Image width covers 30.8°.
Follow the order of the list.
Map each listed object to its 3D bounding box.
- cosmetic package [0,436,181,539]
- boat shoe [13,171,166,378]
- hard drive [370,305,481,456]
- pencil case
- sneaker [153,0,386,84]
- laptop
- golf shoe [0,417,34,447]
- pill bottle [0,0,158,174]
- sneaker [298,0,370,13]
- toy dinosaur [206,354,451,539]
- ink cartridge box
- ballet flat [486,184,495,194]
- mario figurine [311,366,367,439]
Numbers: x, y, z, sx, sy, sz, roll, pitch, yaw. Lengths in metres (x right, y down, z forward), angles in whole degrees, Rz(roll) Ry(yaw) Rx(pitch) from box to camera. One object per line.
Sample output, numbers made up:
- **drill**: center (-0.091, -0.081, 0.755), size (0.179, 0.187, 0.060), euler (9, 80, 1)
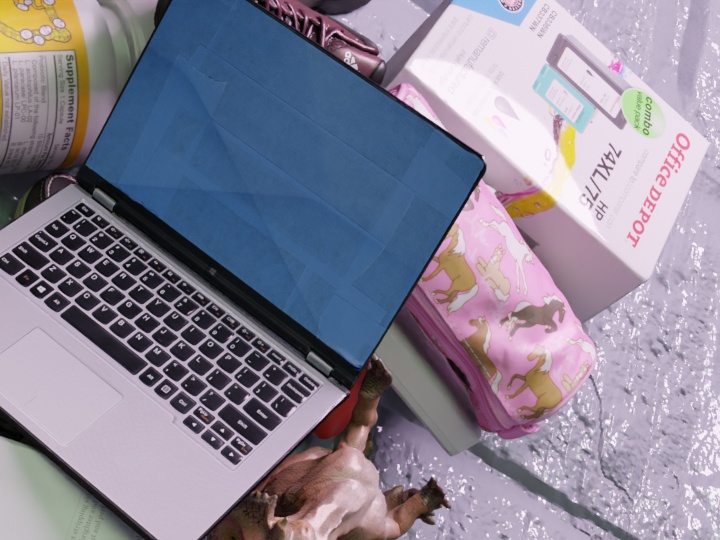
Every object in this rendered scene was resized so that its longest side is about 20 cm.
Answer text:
- **cosmetic package**: center (-0.191, 0.129, 0.595), size (0.199, 0.081, 0.114), euler (20, 70, -2)
- **boat shoe**: center (-0.135, 0.009, 0.702), size (0.071, 0.066, 0.201), euler (23, 29, -38)
- **hard drive**: center (0.000, 0.000, 0.761), size (0.200, 0.027, 0.132), euler (51, 15, -23)
- **pencil case**: center (0.049, -0.002, 0.710), size (0.086, 0.083, 0.200), euler (-39, 109, -1)
- **sneaker**: center (-0.040, -0.139, 0.749), size (0.115, 0.200, 0.076), euler (24, 95, 5)
- **laptop**: center (-0.081, -0.014, 0.603), size (0.187, 0.116, 0.200), euler (35, 49, 16)
- **golf shoe**: center (-0.197, 0.063, 0.688), size (0.199, 0.078, 0.097), euler (33, 31, -14)
- **pill bottle**: center (-0.207, -0.110, 0.732), size (0.199, 0.113, 0.114), euler (-8, 70, -33)
- **sneaker**: center (-0.044, -0.210, 0.896), size (0.200, 0.091, 0.076), euler (-37, 90, -37)
- **toy dinosaur**: center (-0.033, 0.127, 0.680), size (0.135, 0.200, 0.086), euler (-31, 78, -17)
- **ink cartridge box**: center (0.097, -0.073, 0.872), size (0.200, 0.146, 0.147), euler (40, 52, -8)
- **ballet flat**: center (0.063, -0.016, 0.792), size (0.200, 0.068, 0.068), euler (47, 41, -32)
- **mario figurine**: center (-0.073, 0.022, 0.749), size (0.201, 0.105, 0.124), euler (57, 32, -20)
